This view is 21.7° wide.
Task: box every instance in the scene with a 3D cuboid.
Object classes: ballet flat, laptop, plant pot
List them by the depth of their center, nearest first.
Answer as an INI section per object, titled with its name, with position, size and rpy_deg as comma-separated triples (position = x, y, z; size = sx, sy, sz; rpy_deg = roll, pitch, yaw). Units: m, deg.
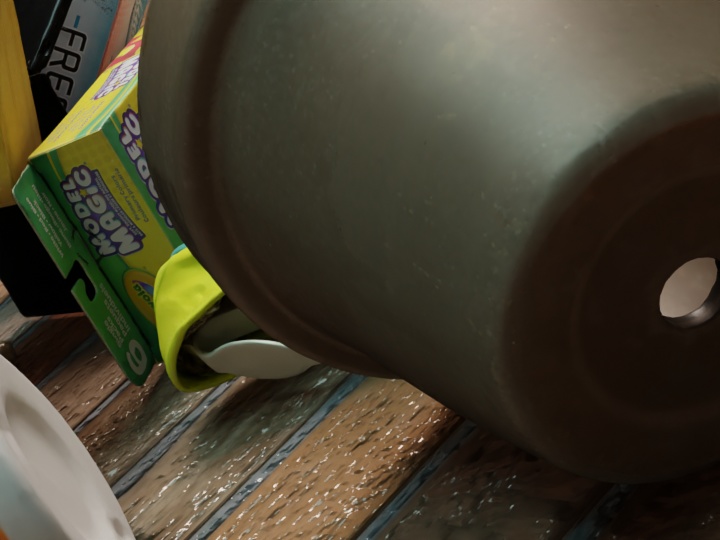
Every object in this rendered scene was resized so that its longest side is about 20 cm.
[plant pot]
position = 0.051, -0.032, 0.536
size = 0.200, 0.201, 0.175
rpy_deg = -36, 35, -1
[ballet flat]
position = 0.000, 0.000, 0.724
size = 0.199, 0.067, 0.067
rpy_deg = -22, 43, 29
[laptop]
position = -0.159, -0.093, 1.018
size = 0.187, 0.116, 0.201
rpy_deg = -7, 61, 56

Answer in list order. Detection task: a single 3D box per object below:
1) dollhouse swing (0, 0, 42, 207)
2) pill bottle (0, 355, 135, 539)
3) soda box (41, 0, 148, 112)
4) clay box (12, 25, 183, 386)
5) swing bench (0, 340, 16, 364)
[dollhouse swing]
position = -0.260, -0.076, 0.797
size = 0.199, 0.183, 0.176
rpy_deg = -12, -4, 6
[pill bottle]
position = -0.181, 0.125, 0.638
size = 0.199, 0.114, 0.114
rpy_deg = -35, 18, 2
[soda box]
position = -0.181, -0.111, 1.128
size = 0.068, 0.063, 0.201
rpy_deg = -52, -18, -78
[clay box]
position = -0.084, -0.045, 0.889
size = 0.047, 0.115, 0.200
rpy_deg = -20, 24, 26
[swing bench]
position = -0.277, 0.076, 0.912
size = 0.200, 0.130, 0.199
rpy_deg = -37, 18, -4
